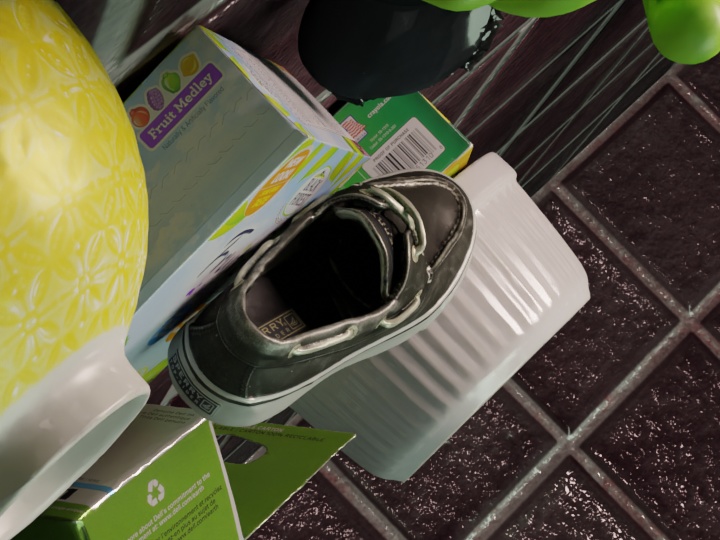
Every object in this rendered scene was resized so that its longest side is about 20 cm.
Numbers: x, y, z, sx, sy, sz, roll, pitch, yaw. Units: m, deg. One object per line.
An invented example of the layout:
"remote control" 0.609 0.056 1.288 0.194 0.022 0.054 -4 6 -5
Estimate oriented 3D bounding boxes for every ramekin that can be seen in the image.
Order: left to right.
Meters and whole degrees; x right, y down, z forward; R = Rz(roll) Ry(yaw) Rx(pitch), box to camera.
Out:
"ramekin" 0.045 0.035 1.307 0.200 0.105 0.200 -44 175 -5

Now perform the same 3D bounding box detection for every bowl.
"bowl" -0.127 0.024 0.651 0.200 0.108 0.200 -45 175 -5

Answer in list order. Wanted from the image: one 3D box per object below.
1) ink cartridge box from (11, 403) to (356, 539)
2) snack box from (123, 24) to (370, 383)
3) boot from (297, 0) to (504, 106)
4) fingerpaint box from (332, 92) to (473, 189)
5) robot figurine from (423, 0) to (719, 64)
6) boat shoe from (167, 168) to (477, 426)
"ink cartridge box" -0.120 0.092 1.049 0.148 0.076 0.200 3 -152 35
"snack box" -0.085 -0.014 0.911 0.169 0.068 0.200 -45 177 5
"boot" 0.021 -0.118 0.851 0.200 0.076 0.168 -48 175 -44
"fingerpaint box" -0.034 -0.015 1.291 0.200 0.073 0.167 -44 174 -7
"robot figurine" 0.083 -0.157 0.707 0.200 0.116 0.176 -29 124 -24
"boat shoe" 0.000 0.000 0.936 0.200 0.071 0.064 -39 173 -48
